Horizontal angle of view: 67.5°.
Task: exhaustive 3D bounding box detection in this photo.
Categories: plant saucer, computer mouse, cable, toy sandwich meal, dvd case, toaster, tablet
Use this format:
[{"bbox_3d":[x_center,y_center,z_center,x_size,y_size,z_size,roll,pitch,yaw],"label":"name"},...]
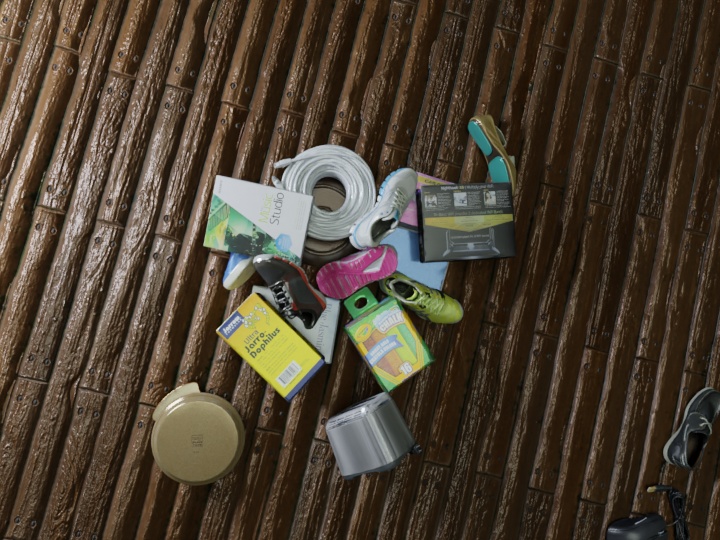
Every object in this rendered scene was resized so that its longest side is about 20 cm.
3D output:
[{"bbox_3d":[-0.084,-0.109,1.177,0.198,0.032,0.202,0,86,-7],"label":"plant saucer"},{"bbox_3d":[0.647,0.558,1.201,0.198,0.046,0.142,-4,88,-6],"label":"computer mouse"},{"bbox_3d":[-0.068,-0.161,1.133,0.199,0.069,0.201,-24,90,-8],"label":"cable"},{"bbox_3d":[-0.336,0.336,1.107,0.203,0.070,0.207,0,89,-10],"label":"toy sandwich meal"},{"bbox_3d":[-0.148,0.118,1.161,0.198,0.018,0.144,10,85,-6],"label":"dvd case"},{"bbox_3d":[0.020,0.333,1.087,0.113,0.199,0.130,-20,81,-48],"label":"toaster"},{"bbox_3d":[0.098,-0.027,1.194,0.198,0.014,0.131,16,91,-4],"label":"tablet"}]

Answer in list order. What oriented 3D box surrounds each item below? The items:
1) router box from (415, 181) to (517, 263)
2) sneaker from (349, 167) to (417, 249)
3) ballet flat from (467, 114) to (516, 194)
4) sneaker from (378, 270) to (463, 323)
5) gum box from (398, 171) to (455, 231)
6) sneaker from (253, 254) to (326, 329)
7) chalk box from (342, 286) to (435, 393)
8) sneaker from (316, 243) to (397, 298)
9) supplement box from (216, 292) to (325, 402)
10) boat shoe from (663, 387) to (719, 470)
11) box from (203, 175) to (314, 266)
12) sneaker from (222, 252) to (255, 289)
[{"bbox_3d":[0.220,-0.100,1.128,0.198,0.052,0.159,-3,88,-6],"label":"router box"},{"bbox_3d":[0.064,-0.121,1.086,0.075,0.086,0.201,38,80,-27],"label":"sneaker"},{"bbox_3d":[0.313,-0.262,1.211,0.063,0.069,0.201,-26,90,-21],"label":"ballet flat"},{"bbox_3d":[0.130,0.066,1.157,0.199,0.076,0.076,23,97,-5],"label":"sneaker"},{"bbox_3d":[0.161,-0.138,1.185,0.198,0.066,0.115,15,86,-5],"label":"gum box"},{"bbox_3d":[-0.141,0.047,1.073,0.200,0.077,0.082,45,46,-33],"label":"sneaker"},{"bbox_3d":[0.044,0.132,1.127,0.124,0.124,0.201,-33,90,-7],"label":"chalk box"},{"bbox_3d":[0.000,0.000,1.144,0.199,0.088,0.082,-18,95,24],"label":"sneaker"},{"bbox_3d":[-0.176,0.151,1.092,0.200,0.109,0.110,44,84,-2],"label":"supplement box"},{"bbox_3d":[0.768,0.358,1.217,0.072,0.068,0.201,35,82,-1],"label":"boat shoe"},{"bbox_3d":[-0.202,-0.099,1.075,0.198,0.036,0.146,12,95,1],"label":"box"},{"bbox_3d":[-0.253,-0.066,1.137,0.111,0.077,0.201,35,95,9],"label":"sneaker"}]
